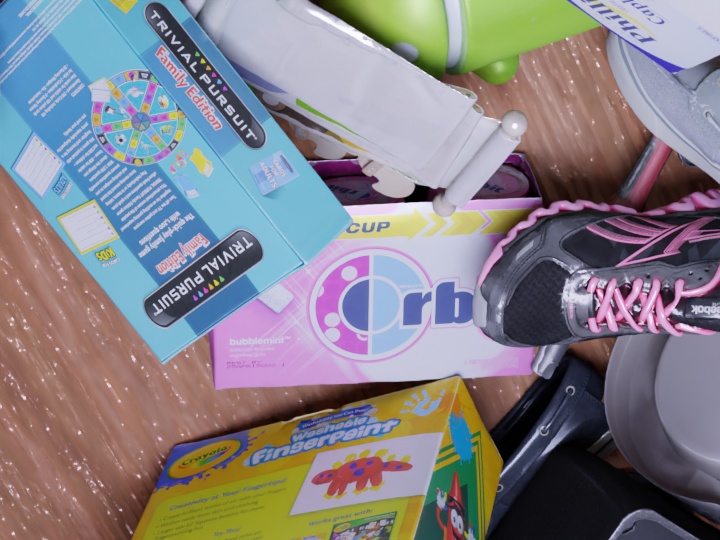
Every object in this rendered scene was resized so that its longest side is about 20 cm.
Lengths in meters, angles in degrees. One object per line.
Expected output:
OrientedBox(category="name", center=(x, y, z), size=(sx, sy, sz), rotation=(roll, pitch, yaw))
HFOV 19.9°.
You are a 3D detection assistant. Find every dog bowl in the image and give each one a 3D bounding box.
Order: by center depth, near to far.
OrientedBox(category="dog bowl", center=(0.242, 0.062, 1.179), size=(0.199, 0.201, 0.059), rotation=(-34, 131, 10))

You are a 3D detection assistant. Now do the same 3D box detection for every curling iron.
OrientedBox(category="curling iron", center=(0.158, -0.024, 1.181), size=(0.049, 0.026, 0.201), rotation=(34, 88, -14))

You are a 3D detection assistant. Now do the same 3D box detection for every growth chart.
OrientedBox(category="growth chart", center=(-0.010, -0.096, 1.056), size=(0.199, 0.145, 0.018), rotation=(32, 65, -14))

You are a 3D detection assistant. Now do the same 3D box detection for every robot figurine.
OrientedBox(category="robot figurine", center=(0.063, -0.168, 1.071), size=(0.199, 0.176, 0.116), rotation=(-20, 77, -13))

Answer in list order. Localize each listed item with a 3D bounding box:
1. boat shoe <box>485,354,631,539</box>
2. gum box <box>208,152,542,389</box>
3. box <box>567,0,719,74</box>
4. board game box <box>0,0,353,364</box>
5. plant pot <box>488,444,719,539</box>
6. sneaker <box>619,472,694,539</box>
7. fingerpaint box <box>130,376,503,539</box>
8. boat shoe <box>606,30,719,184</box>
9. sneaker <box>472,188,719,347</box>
OrientedBox(category="boat shoe", center=(0.077, 0.127, 1.254), size=(0.200, 0.075, 0.062), rotation=(-41, 108, 8))
OrientedBox(category="gum box", center=(0.000, 0.000, 1.183), size=(0.198, 0.066, 0.114), rotation=(-3, 117, -6))
OrientedBox(category="box", center=(0.137, -0.229, 0.946), size=(0.183, 0.105, 0.201), rotation=(31, 71, -18))
OrientedBox(category="board game box", center=(-0.117, -0.064, 1.074), size=(0.200, 0.047, 0.151), rotation=(51, 139, -6))
OrientedBox(category="plant pot", center=(0.150, 0.214, 1.166), size=(0.199, 0.178, 0.201), rotation=(30, 103, -20))
OrientedBox(category="sneaker", center=(0.193, 0.188, 1.293), size=(0.199, 0.078, 0.140), rotation=(34, 108, -21))
OrientedBox(category="fingerpaint box", center=(-0.031, 0.157, 1.168), size=(0.199, 0.167, 0.074), rotation=(-16, 119, 23))
OrientedBox(category="boat shoe", center=(0.218, -0.082, 1.120), size=(0.070, 0.201, 0.072), rotation=(-32, 163, -33))
OrientedBox(category="sneaker", center=(0.159, 0.007, 1.126), size=(0.199, 0.095, 0.080), rotation=(-13, 119, -23))
